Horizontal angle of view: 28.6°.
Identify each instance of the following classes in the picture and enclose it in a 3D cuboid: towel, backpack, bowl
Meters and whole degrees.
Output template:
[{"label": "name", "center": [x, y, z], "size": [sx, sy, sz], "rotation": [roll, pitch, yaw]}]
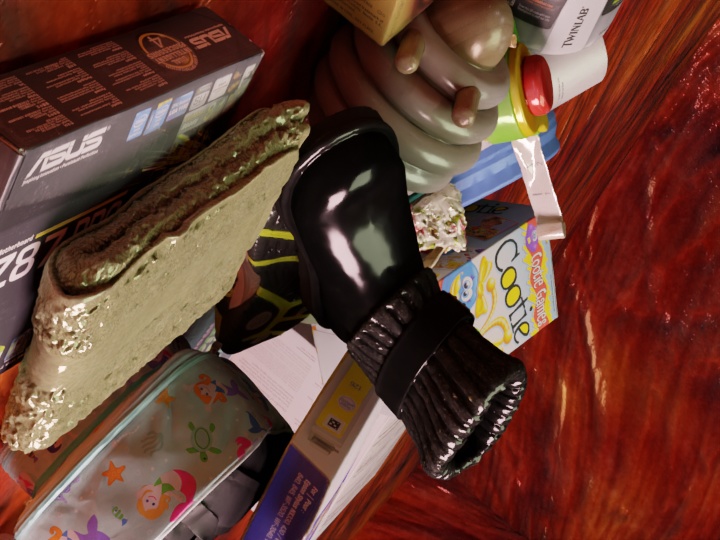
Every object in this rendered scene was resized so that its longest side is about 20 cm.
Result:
[{"label": "towel", "center": [-0.104, -0.001, 0.722], "size": [0.200, 0.036, 0.149], "rotation": [-45, 169, -45]}, {"label": "backpack", "center": [-0.137, 0.126, 0.901], "size": [0.177, 0.151, 0.200], "rotation": [-44, 180, -1]}, {"label": "bowl", "center": [0.077, -0.080, 1.189], "size": [0.198, 0.040, 0.201], "rotation": [-26, -173, 4]}]

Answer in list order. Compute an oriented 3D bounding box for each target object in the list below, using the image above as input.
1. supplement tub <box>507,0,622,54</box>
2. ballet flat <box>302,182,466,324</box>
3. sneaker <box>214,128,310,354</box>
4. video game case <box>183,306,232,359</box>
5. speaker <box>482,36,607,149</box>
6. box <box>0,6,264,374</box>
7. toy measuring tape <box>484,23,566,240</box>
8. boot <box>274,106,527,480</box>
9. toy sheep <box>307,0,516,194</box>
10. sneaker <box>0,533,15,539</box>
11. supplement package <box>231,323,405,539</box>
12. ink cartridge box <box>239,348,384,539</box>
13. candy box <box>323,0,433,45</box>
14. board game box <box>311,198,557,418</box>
[{"label": "supplement tub", "center": [0.152, -0.258, 0.975], "size": [0.122, 0.122, 0.201], "rotation": [-44, 167, -34]}, {"label": "ballet flat", "center": [0.000, 0.000, 1.044], "size": [0.198, 0.065, 0.076], "rotation": [-30, -171, -15]}, {"label": "sneaker", "center": [-0.066, -0.018, 0.926], "size": [0.075, 0.077, 0.201], "rotation": [-22, 153, -27]}, {"label": "video game case", "center": [-0.133, 0.064, 1.080], "size": [0.201, 0.023, 0.182], "rotation": [-55, 169, 12]}, {"label": "speaker", "center": [0.090, -0.135, 1.075], "size": [0.198, 0.082, 0.081], "rotation": [-31, 163, -16]}, {"label": "box", "center": [-0.141, -0.033, 0.678], "size": [0.200, 0.049, 0.162], "rotation": [-37, 160, -57]}, {"label": "toy measuring tape", "center": [0.111, -0.093, 1.010], "size": [0.074, 0.073, 0.202], "rotation": [-43, 127, -35]}, {"label": "boot", "center": [0.028, 0.017, 0.823], "size": [0.079, 0.158, 0.212], "rotation": [-31, 150, -12]}, {"label": "toy sheep", "center": [0.026, -0.109, 0.925], "size": [0.200, 0.138, 0.138], "rotation": [-40, 176, 30]}, {"label": "sneaker", "center": [-0.272, 0.227, 0.895], "size": [0.199, 0.070, 0.094], "rotation": [-37, 168, -45]}, {"label": "supplement package", "center": [-0.035, 0.114, 1.299], "size": [0.150, 0.151, 0.201], "rotation": [-38, 162, -52]}, {"label": "ink cartridge box", "center": [-0.046, 0.159, 0.930], "size": [0.200, 0.047, 0.199], "rotation": [-52, 171, -53]}, {"label": "candy box", "center": [0.047, -0.235, 0.795], "size": [0.117, 0.056, 0.201], "rotation": [-45, 168, -32]}, {"label": "board game box", "center": [0.063, 0.026, 1.167], "size": [0.199, 0.104, 0.104], "rotation": [-32, 121, -40]}]
